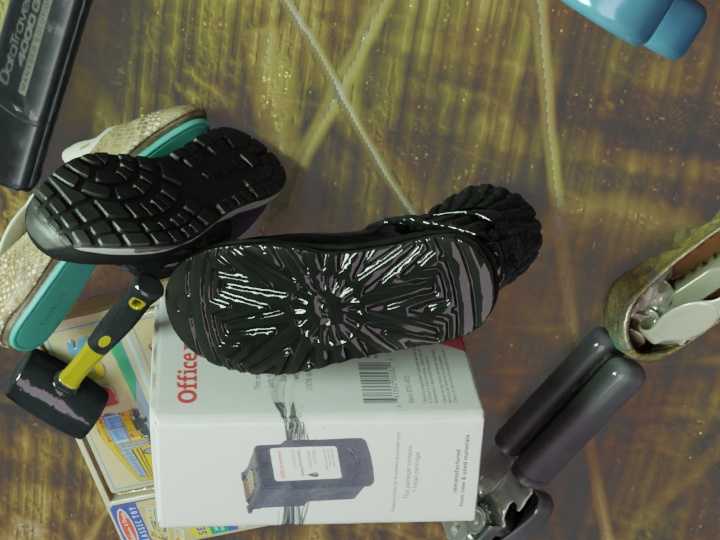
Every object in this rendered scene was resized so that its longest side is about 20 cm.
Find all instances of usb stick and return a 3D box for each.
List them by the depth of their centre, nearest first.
[{"bbox_3d":[-0.197,-0.140,0.979,0.055,0.033,0.201,35,121,21],"label":"usb stick"}]

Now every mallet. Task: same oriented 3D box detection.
[{"bbox_3d":[-0.177,0.045,1.012,0.066,0.041,0.200,28,144,-6],"label":"mallet"}]

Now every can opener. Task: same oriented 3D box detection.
[{"bbox_3d":[0.129,0.124,1.102,0.067,0.054,0.200,15,125,-41],"label":"can opener"}]

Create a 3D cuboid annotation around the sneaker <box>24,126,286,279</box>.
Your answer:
[{"bbox_3d":[-0.127,-0.020,0.958,0.076,0.199,0.088,47,123,17],"label":"sneaker"}]

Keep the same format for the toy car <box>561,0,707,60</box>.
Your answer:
[{"bbox_3d":[0.129,-0.245,0.852,0.199,0.177,0.185,37,106,17],"label":"toy car"}]

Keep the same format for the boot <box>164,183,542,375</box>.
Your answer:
[{"bbox_3d":[0.001,0.002,0.978,0.209,0.158,0.080,-2,104,15],"label":"boot"}]

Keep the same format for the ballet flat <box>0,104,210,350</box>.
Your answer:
[{"bbox_3d":[-0.178,-0.041,1.013,0.065,0.070,0.200,44,95,24],"label":"ballet flat"}]

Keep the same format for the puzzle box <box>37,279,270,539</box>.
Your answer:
[{"bbox_3d":[-0.136,0.103,1.118,0.132,0.025,0.201,-13,117,13],"label":"puzzle box"}]

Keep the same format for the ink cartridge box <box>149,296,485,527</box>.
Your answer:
[{"bbox_3d":[-0.032,0.085,1.012,0.198,0.145,0.085,0,119,-6],"label":"ink cartridge box"}]

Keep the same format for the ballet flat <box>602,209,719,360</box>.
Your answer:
[{"bbox_3d":[0.238,-0.007,1.000,0.199,0.071,0.071,-36,111,22],"label":"ballet flat"}]
